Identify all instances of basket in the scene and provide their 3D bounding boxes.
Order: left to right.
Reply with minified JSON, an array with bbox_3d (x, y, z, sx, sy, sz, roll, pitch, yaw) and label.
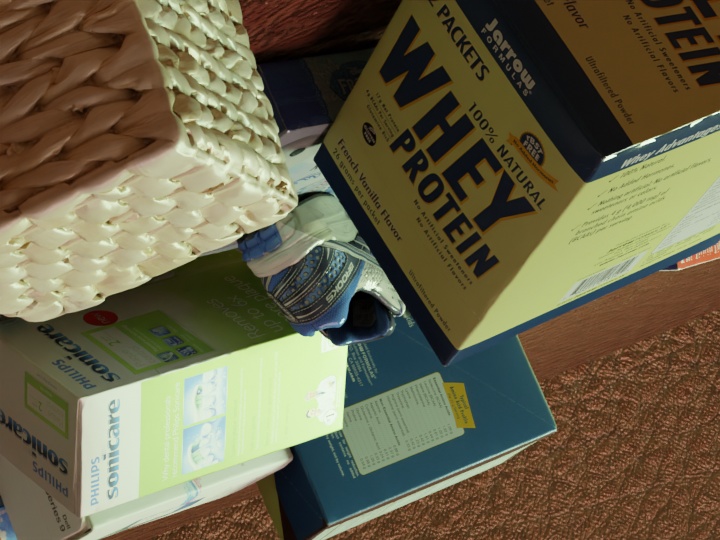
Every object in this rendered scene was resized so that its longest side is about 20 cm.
[{"bbox_3d":[-0.111,-0.063,0.798,0.135,0.124,0.200,-24,172,8],"label":"basket"}]

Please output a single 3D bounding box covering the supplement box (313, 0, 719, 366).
[{"bbox_3d":[0.116,-0.084,1.081,0.200,0.134,0.200,-23,161,-31],"label":"supplement box"}]

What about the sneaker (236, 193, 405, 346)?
[{"bbox_3d":[-0.008,0.006,1.315,0.077,0.085,0.200,-28,173,22],"label":"sneaker"}]

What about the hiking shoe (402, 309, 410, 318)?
[{"bbox_3d":[0.000,0.000,1.557,0.200,0.087,0.074,-27,170,20],"label":"hiking shoe"}]

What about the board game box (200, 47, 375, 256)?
[{"bbox_3d":[-0.045,-0.062,1.223,0.200,0.043,0.199,-32,168,40],"label":"board game box"}]

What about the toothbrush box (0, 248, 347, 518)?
[{"bbox_3d":[-0.128,0.060,1.352,0.200,0.086,0.145,-17,-148,-35],"label":"toothbrush box"}]

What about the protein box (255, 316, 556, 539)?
[{"bbox_3d":[0.008,0.082,1.690,0.200,0.199,0.135,-20,171,-21],"label":"protein box"}]

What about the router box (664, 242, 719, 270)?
[{"bbox_3d":[0.226,-0.037,1.802,0.200,0.049,0.179,0,-171,41],"label":"router box"}]

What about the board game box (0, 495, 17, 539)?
[{"bbox_3d":[-0.353,0.184,1.571,0.151,0.037,0.200,-23,-157,-29],"label":"board game box"}]

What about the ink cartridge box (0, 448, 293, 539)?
[{"bbox_3d":[-0.166,0.106,1.560,0.087,0.146,0.200,-30,170,41],"label":"ink cartridge box"}]
